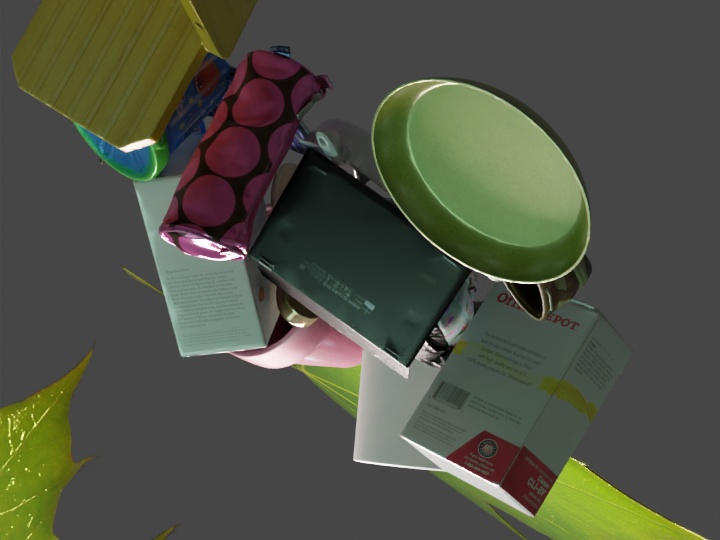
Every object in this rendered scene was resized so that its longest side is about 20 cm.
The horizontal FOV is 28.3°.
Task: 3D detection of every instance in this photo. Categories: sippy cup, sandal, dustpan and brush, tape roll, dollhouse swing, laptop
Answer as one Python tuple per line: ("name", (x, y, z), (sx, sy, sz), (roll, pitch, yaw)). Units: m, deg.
("sippy cup", (-0.203, -0.179, 1.400), (0.178, 0.130, 0.140), (3, 129, 52))
("sandal", (-0.048, -0.044, 1.531), (0.077, 0.212, 0.070), (20, 140, -27))
("dustpan and brush", (-0.010, -0.107, 1.353), (0.139, 0.057, 0.200), (33, 167, 15))
("tape roll", (0.096, 0.172, 1.737), (0.202, 0.140, 0.203), (4, 173, 1))
("dollhouse swing", (-0.221, -0.232, 1.188), (0.200, 0.176, 0.182), (32, 167, 22))
("laptop", (0.000, 0.000, 1.375), (0.187, 0.200, 0.116), (35, -153, 7))

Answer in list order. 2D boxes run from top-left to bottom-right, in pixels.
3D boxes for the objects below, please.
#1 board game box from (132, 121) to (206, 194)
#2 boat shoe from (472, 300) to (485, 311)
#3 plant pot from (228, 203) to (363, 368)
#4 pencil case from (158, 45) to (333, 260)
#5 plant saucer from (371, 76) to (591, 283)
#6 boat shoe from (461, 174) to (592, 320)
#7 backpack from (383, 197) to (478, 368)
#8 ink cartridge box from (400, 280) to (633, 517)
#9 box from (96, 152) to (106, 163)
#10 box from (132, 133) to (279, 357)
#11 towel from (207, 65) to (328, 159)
("board game box", (-0.214, -0.108, 1.640), (0.196, 0.056, 0.201), (32, 141, 60))
("boat shoe", (0.117, 0.068, 1.639), (0.072, 0.076, 0.200), (42, 169, -37))
("plant pot", (-0.064, 0.037, 1.781), (0.200, 0.201, 0.179), (23, 178, 45))
("pencil case", (-0.103, -0.101, 1.295), (0.093, 0.201, 0.091), (19, 167, 22))
("plant saucer", (0.099, -0.076, 1.126), (0.200, 0.031, 0.200), (28, 146, 21))
("boat shoe", (0.135, -0.024, 1.239), (0.076, 0.074, 0.200), (22, 162, 47))
("backpack", (0.043, 0.013, 1.500), (0.166, 0.127, 0.200), (15, 165, 13))
("ink cartridge box", (0.158, 0.122, 1.433), (0.145, 0.200, 0.083), (22, 165, 47))
("box", (-0.289, -0.212, 1.576), (0.137, 0.040, 0.200), (67, 162, 6))
("box", (-0.153, -0.030, 1.492), (0.124, 0.097, 0.201), (-73, -26, -64))
("towel", (-0.134, -0.178, 1.511), (0.200, 0.024, 0.145), (27, 166, 36))
